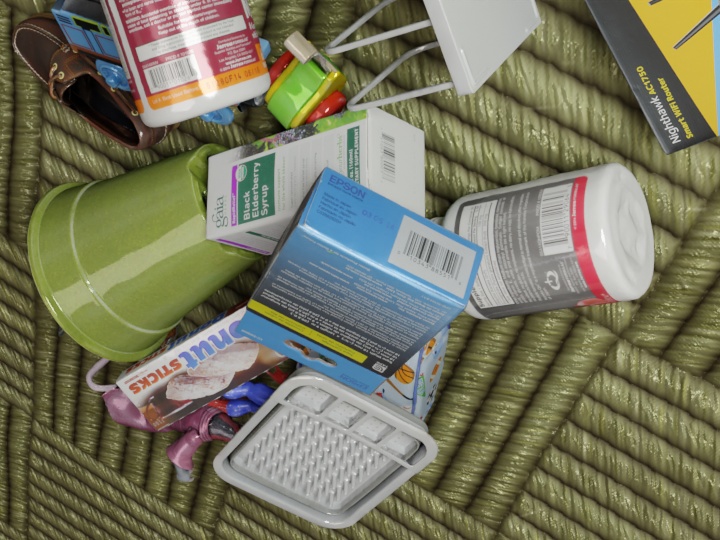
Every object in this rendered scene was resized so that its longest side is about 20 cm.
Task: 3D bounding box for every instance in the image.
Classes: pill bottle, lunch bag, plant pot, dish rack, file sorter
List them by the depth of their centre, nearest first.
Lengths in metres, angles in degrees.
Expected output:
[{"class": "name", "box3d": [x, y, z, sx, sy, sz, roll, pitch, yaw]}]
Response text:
[{"class": "file sorter", "box3d": [0.026, -0.239, 0.714, 0.123, 0.139, 0.202, -6, 119, 36]}, {"class": "pill bottle", "box3d": [-0.148, -0.221, 0.747, 0.109, 0.109, 0.202, -7, 107, 34]}, {"class": "pill bottle", "box3d": [0.136, -0.018, 0.821, 0.198, 0.111, 0.112, -10, 116, 36]}, {"class": "dish rack", "box3d": [-0.036, 0.173, 0.967, 0.170, 0.044, 0.200, 29, 128, -18]}, {"class": "plant pot", "box3d": [-0.195, -0.033, 0.979, 0.189, 0.200, 0.201, -24, 108, 28]}, {"class": "lunch bag", "box3d": [0.005, 0.077, 0.996, 0.159, 0.076, 0.202, 23, 131, 19]}]

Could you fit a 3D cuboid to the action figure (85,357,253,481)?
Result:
[{"class": "action figure", "box3d": [-0.196, 0.155, 1.129, 0.198, 0.134, 0.150, 12, 140, 40]}]

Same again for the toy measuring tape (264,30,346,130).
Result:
[{"class": "toy measuring tape", "box3d": [-0.052, -0.150, 0.795, 0.073, 0.200, 0.075, 1, 95, 6]}]

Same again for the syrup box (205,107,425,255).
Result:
[{"class": "syrup box", "box3d": [-0.043, -0.073, 0.846, 0.198, 0.081, 0.080, -10, 73, 39]}]

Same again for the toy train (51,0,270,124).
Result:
[{"class": "toy train", "box3d": [-0.176, -0.204, 0.876, 0.198, 0.087, 0.115, 22, 160, 17]}]

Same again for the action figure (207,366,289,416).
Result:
[{"class": "action figure", "box3d": [-0.087, 0.142, 1.030, 0.198, 0.052, 0.066, 17, 136, 23]}]

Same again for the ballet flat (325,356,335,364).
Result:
[{"class": "ballet flat", "box3d": [0.000, 0.000, 0.886, 0.071, 0.072, 0.202, 18, 95, 19]}]

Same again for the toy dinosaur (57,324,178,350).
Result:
[{"class": "toy dinosaur", "box3d": [-0.277, 0.017, 1.119, 0.134, 0.102, 0.202, 1, 118, 18]}]

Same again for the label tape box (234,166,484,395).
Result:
[{"class": "label tape box", "box3d": [-0.009, 0.017, 0.806, 0.143, 0.064, 0.200, 27, 148, -9]}]

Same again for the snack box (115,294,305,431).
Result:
[{"class": "snack box", "box3d": [-0.154, 0.093, 0.996, 0.199, 0.024, 0.072, -30, 109, 19]}]

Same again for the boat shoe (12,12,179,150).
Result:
[{"class": "boat shoe", "box3d": [-0.278, -0.191, 0.980, 0.199, 0.070, 0.071, 31, 134, 10]}]

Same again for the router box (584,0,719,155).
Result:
[{"class": "router box", "box3d": [0.239, -0.197, 0.670, 0.148, 0.051, 0.201, -20, 110, 41]}]
